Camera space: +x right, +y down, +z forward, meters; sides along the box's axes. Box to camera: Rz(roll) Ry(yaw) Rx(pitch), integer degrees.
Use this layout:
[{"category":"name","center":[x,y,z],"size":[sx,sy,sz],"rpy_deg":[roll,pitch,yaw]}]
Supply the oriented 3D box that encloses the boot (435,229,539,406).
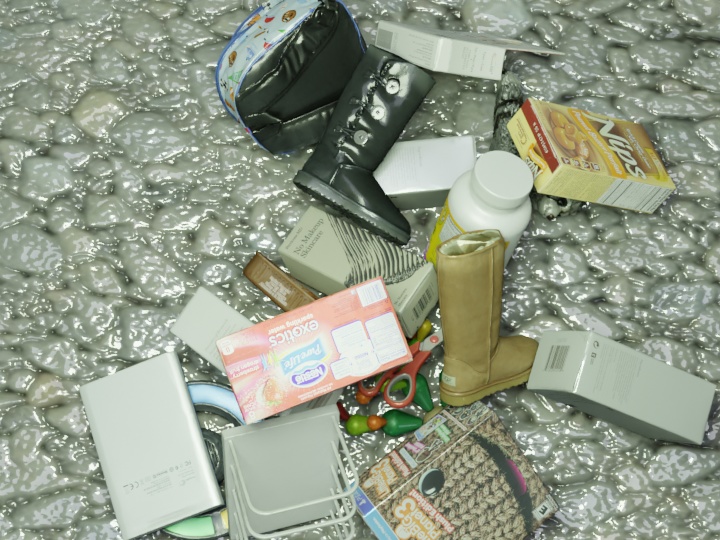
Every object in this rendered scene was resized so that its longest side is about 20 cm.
[{"category":"boot","center":[0.160,0.046,1.510],"size":[0.066,0.174,0.202],"rpy_deg":[20,123,40]}]

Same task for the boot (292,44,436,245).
[{"category":"boot","center":[0.034,-0.154,1.550],"size":[0.164,0.066,0.201],"rpy_deg":[31,83,-2]}]

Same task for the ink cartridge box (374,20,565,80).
[{"category":"ink cartridge box","center":[0.134,-0.277,1.599],"size":[0.175,0.200,0.045],"rpy_deg":[3,105,-22]}]

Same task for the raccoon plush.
[{"category":"raccoon plush","center":[0.240,-0.162,1.642],"size":[0.133,0.097,0.202],"rpy_deg":[10,79,-6]}]

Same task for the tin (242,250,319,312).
[{"category":"tin","center":[-0.071,0.042,1.551],"size":[0.042,0.112,0.200],"rpy_deg":[-49,48,-3]}]

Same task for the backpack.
[{"category":"backpack","center":[-0.090,-0.253,1.610],"size":[0.190,0.201,0.154],"rpy_deg":[-41,40,-10]}]

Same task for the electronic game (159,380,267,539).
[{"category":"electronic game","center":[-0.203,0.239,1.593],"size":[0.198,0.042,0.202],"rpy_deg":[0,80,0]}]

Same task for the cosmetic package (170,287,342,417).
[{"category":"cosmetic package","center":[-0.128,0.110,1.549],"size":[0.199,0.102,0.074],"rpy_deg":[32,84,27]}]

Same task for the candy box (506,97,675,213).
[{"category":"candy box","center":[0.290,-0.143,1.583],"size":[0.199,0.055,0.116],"rpy_deg":[7,49,-33]}]

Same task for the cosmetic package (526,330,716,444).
[{"category":"cosmetic package","center":[0.318,0.142,1.536],"size":[0.199,0.113,0.082],"rpy_deg":[24,79,-20]}]

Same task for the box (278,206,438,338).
[{"category":"box","center":[0.000,0.000,1.581],"size":[0.199,0.069,0.082],"rpy_deg":[25,70,29]}]

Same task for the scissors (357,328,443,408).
[{"category":"scissors","center":[0.077,0.089,1.552],"size":[0.073,0.014,0.200],"rpy_deg":[31,65,24]}]

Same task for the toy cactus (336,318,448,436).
[{"category":"toy cactus","center":[0.075,0.165,1.592],"size":[0.200,0.102,0.166],"rpy_deg":[-38,100,-9]}]

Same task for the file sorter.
[{"category":"file sorter","center":[-0.078,0.281,1.475],"size":[0.138,0.201,0.125],"rpy_deg":[-11,46,-14]}]

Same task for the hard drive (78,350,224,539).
[{"category":"hard drive","center":[-0.261,0.218,1.570],"size":[0.131,0.025,0.201],"rpy_deg":[-21,75,4]}]

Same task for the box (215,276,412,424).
[{"category":"box","center":[-0.052,0.091,1.414],"size":[0.199,0.095,0.103],"rpy_deg":[-22,86,-4]}]

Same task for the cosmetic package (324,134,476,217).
[{"category":"cosmetic package","center":[0.050,-0.120,1.628],"size":[0.198,0.102,0.075],"rpy_deg":[-4,80,1]}]

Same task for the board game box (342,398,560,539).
[{"category":"board game box","center":[0.110,0.277,1.527],"size":[0.200,0.097,0.160],"rpy_deg":[-38,107,-6]}]

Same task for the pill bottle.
[{"category":"pill bottle","center":[0.148,-0.056,1.555],"size":[0.103,0.201,0.105],"rpy_deg":[7,54,-10]}]
